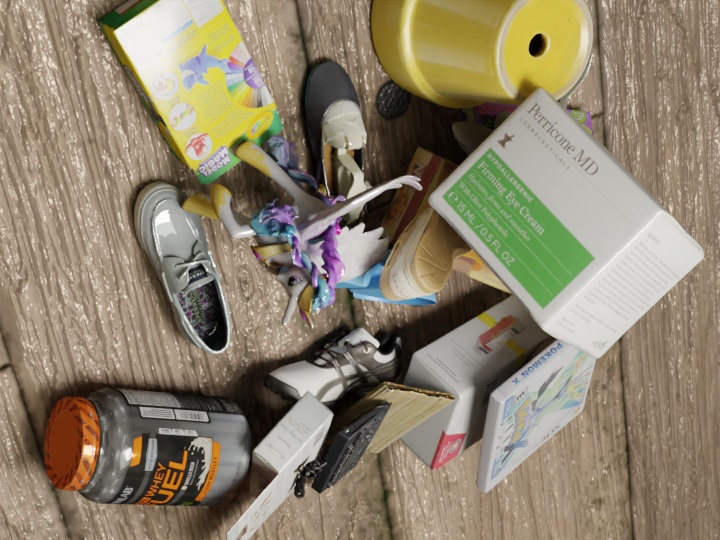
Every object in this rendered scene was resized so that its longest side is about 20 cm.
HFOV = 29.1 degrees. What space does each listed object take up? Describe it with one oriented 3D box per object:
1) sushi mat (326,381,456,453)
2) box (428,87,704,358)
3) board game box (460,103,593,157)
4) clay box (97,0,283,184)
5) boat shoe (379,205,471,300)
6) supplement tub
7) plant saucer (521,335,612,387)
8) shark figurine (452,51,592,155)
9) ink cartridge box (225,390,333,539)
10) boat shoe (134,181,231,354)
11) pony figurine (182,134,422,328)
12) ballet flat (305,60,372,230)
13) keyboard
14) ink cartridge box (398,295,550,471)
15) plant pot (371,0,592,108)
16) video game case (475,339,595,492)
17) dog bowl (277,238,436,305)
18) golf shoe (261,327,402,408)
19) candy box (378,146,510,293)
[{"bbox_3d":[0.024,0.175,1.628,0.095,0.200,0.012,11,61,-24],"label":"sushi mat"},{"bbox_3d":[0.220,-0.045,1.464,0.171,0.199,0.200,-45,153,9],"label":"box"},{"bbox_3d":[0.207,-0.137,1.654,0.199,0.032,0.121,1,82,-38],"label":"board game box"},{"bbox_3d":[-0.167,-0.196,1.409,0.115,0.048,0.200,-37,128,-14],"label":"clay box"},{"bbox_3d":[0.071,-0.028,1.527,0.074,0.069,0.200,60,30,-12],"label":"boat shoe"},{"bbox_3d":[-0.229,0.191,1.492,0.199,0.122,0.123,8,106,-36],"label":"supplement tub"},{"bbox_3d":[0.240,0.132,1.711,0.200,0.029,0.200,-37,150,-26],"label":"plant saucer"},{"bbox_3d":[0.211,-0.158,1.593,0.214,0.089,0.128,-36,103,-36],"label":"shark figurine"},{"bbox_3d":[-0.106,0.236,1.556,0.174,0.044,0.200,-46,169,-20],"label":"ink cartridge box"},{"bbox_3d":[-0.179,0.001,1.472,0.070,0.071,0.201,-28,122,-20],"label":"boat shoe"},{"bbox_3d":[-0.054,-0.048,1.423,0.193,0.200,0.167,-32,157,-27],"label":"pony figurine"},{"bbox_3d":[-0.018,-0.128,1.526,0.073,0.073,0.201,-15,118,-28],"label":"ballet flat"},{"bbox_3d":[-0.028,0.220,1.606,0.127,0.021,0.200,-31,163,-23],"label":"keyboard"},{"bbox_3d":[0.144,0.131,1.690,0.200,0.083,0.145,-27,146,-36],"label":"ink cartridge box"},{"bbox_3d":[0.142,-0.263,1.497,0.200,0.189,0.202,-13,117,-28],"label":"plant pot"},{"bbox_3d":[0.213,0.157,1.646,0.182,0.022,0.200,-36,150,-26],"label":"video game case"},{"bbox_3d":[0.000,0.000,1.573,0.199,0.111,0.050,14,80,-37],"label":"dog bowl"},{"bbox_3d":[-0.031,0.109,1.624,0.200,0.078,0.095,1,107,-45],"label":"golf shoe"},{"bbox_3d":[0.127,-0.057,1.662,0.200,0.055,0.116,21,97,-38],"label":"candy box"}]
